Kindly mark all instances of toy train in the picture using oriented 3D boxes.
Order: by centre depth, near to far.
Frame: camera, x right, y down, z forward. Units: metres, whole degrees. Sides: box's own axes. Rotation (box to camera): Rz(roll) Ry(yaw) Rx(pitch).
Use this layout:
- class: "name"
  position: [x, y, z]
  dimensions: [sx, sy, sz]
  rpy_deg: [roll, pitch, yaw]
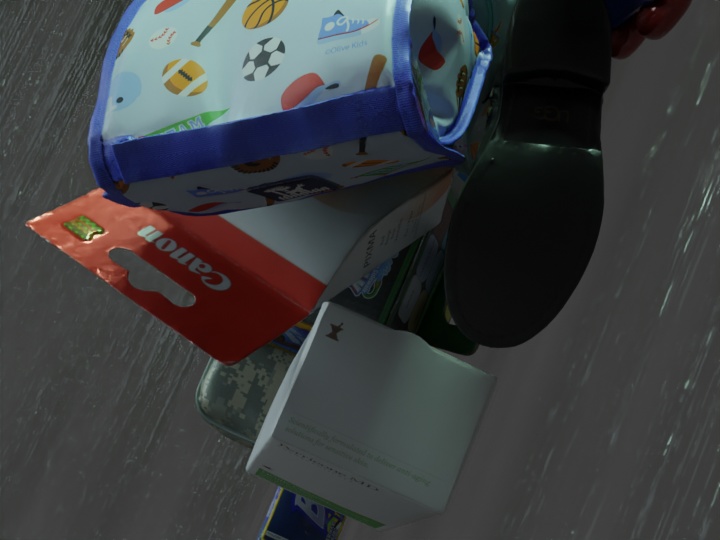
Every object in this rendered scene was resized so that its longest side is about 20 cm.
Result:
- class: "toy train"
  position: [0.149, -0.183, 0.626]
  dimensions: [0.116, 0.084, 0.200]
  rpy_deg: [-52, 2, 0]

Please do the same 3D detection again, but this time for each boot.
- class: "boot"
  position: [0.088, -0.048, 0.686]
  dimensions: [0.174, 0.069, 0.202]
  rpy_deg: [91, -166, -80]

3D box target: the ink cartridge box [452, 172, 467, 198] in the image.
- class: "ink cartridge box"
  position: [0.031, -0.123, 1.064]
  dimensions: [0.116, 0.199, 0.067]
  rpy_deg: [121, 174, -64]

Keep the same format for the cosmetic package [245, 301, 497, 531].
- class: "cosmetic package"
  position: [-0.001, 0.094, 0.764]
  dimensions: [0.200, 0.107, 0.085]
  rpy_deg: [118, 177, -75]

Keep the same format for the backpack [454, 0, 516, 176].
- class: "backpack"
  position: [0.047, -0.157, 0.807]
  dimensions: [0.167, 0.126, 0.201]
  rpy_deg: [-44, -29, -49]

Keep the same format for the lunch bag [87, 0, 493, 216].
- class: "lunch bag"
  position: [-0.030, -0.101, 0.647]
  dimensions: [0.200, 0.168, 0.125]
  rpy_deg: [-69, -35, -58]

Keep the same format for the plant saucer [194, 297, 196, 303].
- class: "plant saucer"
  position: [-0.076, -0.017, 1.048]
  dimensions: [0.200, 0.032, 0.203]
  rpy_deg: [3, -90, -67]

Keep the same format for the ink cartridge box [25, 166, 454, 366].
- class: "ink cartridge box"
  position: [-0.066, -0.045, 0.735]
  dimensions: [0.200, 0.162, 0.050]
  rpy_deg: [-33, -34, -45]

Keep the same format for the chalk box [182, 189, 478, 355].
- class: "chalk box"
  position: [0.000, 0.000, 0.854]
  dimensions: [0.126, 0.199, 0.124]
  rpy_deg: [-65, -21, -12]

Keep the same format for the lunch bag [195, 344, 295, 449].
- class: "lunch bag"
  position: [-0.014, 0.065, 0.996]
  dimensions: [0.201, 0.138, 0.168]
  rpy_deg: [-66, -19, -11]

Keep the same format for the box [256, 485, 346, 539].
- class: "box"
  position: [-0.031, 0.174, 1.149]
  dimensions: [0.070, 0.064, 0.201]
  rpy_deg: [118, 175, -59]
